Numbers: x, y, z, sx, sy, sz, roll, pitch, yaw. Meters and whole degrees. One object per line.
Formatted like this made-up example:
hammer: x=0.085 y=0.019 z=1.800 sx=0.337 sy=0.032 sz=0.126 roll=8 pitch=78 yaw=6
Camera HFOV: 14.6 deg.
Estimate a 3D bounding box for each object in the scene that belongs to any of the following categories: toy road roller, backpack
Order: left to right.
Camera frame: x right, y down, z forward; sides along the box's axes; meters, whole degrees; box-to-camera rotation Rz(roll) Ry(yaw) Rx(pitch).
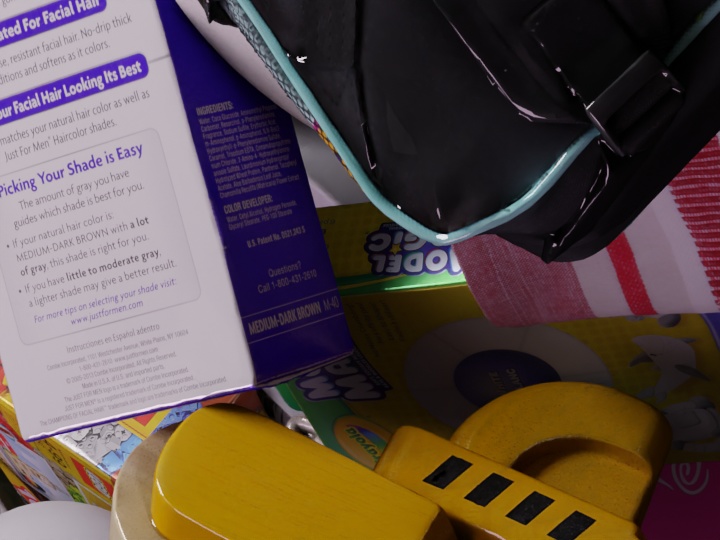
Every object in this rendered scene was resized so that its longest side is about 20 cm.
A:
toy road roller: x=0.023 y=0.099 z=0.961 sx=0.199 sy=0.146 sz=0.123 roll=24 pitch=142 yaw=10
backpack: x=0.031 y=-0.122 z=0.639 sx=0.200 sy=0.176 sz=0.153 roll=46 pitch=-165 yaw=11

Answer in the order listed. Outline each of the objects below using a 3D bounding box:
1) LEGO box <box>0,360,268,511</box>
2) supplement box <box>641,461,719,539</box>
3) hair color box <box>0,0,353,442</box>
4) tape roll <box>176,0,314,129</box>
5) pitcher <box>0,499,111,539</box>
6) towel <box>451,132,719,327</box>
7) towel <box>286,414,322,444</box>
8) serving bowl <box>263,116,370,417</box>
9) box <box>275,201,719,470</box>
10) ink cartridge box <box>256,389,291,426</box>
LEGO box: x=-0.106 y=0.091 z=1.347 sx=0.149 sy=0.077 sz=0.200 roll=31 pitch=161 yaw=27
supplement box: x=0.122 y=0.097 z=1.149 sx=0.103 sy=0.101 sz=0.200 roll=41 pitch=162 yaw=-5
hair color box: x=-0.084 y=-0.052 z=0.948 sx=0.109 sy=0.065 sz=0.201 roll=-14 pitch=93 yaw=36
tape roll: x=0.027 y=-0.098 z=0.848 sx=0.202 sy=0.037 sz=0.203 roll=19 pitch=148 yaw=13
pitcher: x=-0.153 y=0.144 z=1.278 sx=0.172 sy=0.121 sz=0.200 roll=57 pitch=172 yaw=-2
towel: x=0.112 y=-0.025 z=0.842 sx=0.199 sy=0.023 sz=0.144 roll=-2 pitch=147 yaw=23
towel: x=0.041 y=0.126 z=1.162 sx=0.132 sy=0.035 sz=0.200 roll=34 pitch=162 yaw=24
serving bowl: x=0.000 y=0.000 z=1.176 sx=0.200 sy=0.066 sz=0.200 roll=38 pitch=155 yaw=21
box: x=0.045 y=0.023 z=0.995 sx=0.199 sy=0.049 sz=0.117 roll=-4 pitch=141 yaw=24
ink cartridge box: x=-0.001 y=0.068 z=1.346 sx=0.200 sy=0.084 sz=0.146 roll=26 pitch=158 yaw=35
